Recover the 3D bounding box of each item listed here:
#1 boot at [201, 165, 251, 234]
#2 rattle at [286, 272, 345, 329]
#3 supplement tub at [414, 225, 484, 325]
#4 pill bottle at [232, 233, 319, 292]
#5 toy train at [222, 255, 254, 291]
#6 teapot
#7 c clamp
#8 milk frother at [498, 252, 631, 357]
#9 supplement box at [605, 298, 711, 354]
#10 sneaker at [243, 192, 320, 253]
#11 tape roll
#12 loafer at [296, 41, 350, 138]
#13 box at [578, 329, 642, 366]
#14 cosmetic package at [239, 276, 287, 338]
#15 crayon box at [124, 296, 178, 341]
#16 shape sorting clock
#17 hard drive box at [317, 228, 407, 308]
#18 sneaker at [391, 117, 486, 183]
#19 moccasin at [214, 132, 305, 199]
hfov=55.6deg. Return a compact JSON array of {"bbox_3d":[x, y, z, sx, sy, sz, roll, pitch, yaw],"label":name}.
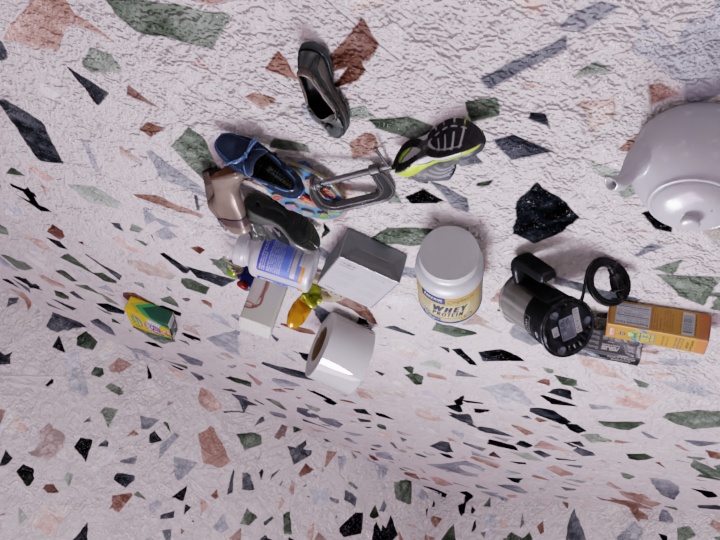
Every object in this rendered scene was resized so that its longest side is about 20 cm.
[{"bbox_3d":[-0.271,-0.148,1.452,0.199,0.070,0.149,13,129,57],"label":"boot"},{"bbox_3d":[-0.099,0.078,1.776,0.197,0.143,0.132,8,135,36],"label":"rattle"},{"bbox_3d":[0.186,0.012,1.423,0.141,0.147,0.201,12,154,15],"label":"supplement tub"},{"bbox_3d":[-0.206,-0.028,1.662,0.196,0.114,0.113,18,155,4],"label":"pill bottle"},{"bbox_3d":[-0.328,0.003,1.862,0.115,0.086,0.200,11,157,48],"label":"toy train"},{"bbox_3d":[0.471,-0.121,0.951,0.197,0.148,0.197,-4,147,39],"label":"teapot"},{"bbox_3d":[-0.019,-0.168,1.307,0.196,0.028,0.171,-14,151,24],"label":"c clamp"},{"bbox_3d":[0.408,0.050,1.373,0.196,0.185,0.188,-5,-162,-14],"label":"milk frother"},{"bbox_3d":[0.615,0.116,1.419,0.196,0.070,0.067,11,152,23],"label":"supplement box"},{"bbox_3d":[-0.186,-0.095,1.560,0.197,0.077,0.114,28,156,-10],"label":"sneaker"},{"bbox_3d":[-0.061,0.241,1.993,0.137,0.206,0.203,24,155,-13],"label":"tape roll"},{"bbox_3d":[-0.068,-0.278,1.116,0.070,0.064,0.201,10,153,19],"label":"loafer"},{"bbox_3d":[0.534,0.167,1.551,0.196,0.051,0.157,9,171,21],"label":"box"},{"bbox_3d":[-0.237,0.057,1.747,0.086,0.203,0.104,18,155,-3],"label":"cosmetic package"},{"bbox_3d":[-0.781,0.183,2.559,0.169,0.059,0.201,20,155,-1],"label":"crayon box"},{"bbox_3d":[-0.122,-0.162,1.418,0.196,0.040,0.201,16,154,8],"label":"shape sorting clock"},{"bbox_3d":[0.000,0.000,1.612,0.153,0.078,0.200,24,154,-10],"label":"hard drive box"},{"bbox_3d":[0.141,-0.194,1.145,0.080,0.075,0.198,23,163,-31],"label":"sneaker"},{"bbox_3d":[-0.192,-0.210,1.304,0.197,0.082,0.068,27,179,4],"label":"moccasin"}]
